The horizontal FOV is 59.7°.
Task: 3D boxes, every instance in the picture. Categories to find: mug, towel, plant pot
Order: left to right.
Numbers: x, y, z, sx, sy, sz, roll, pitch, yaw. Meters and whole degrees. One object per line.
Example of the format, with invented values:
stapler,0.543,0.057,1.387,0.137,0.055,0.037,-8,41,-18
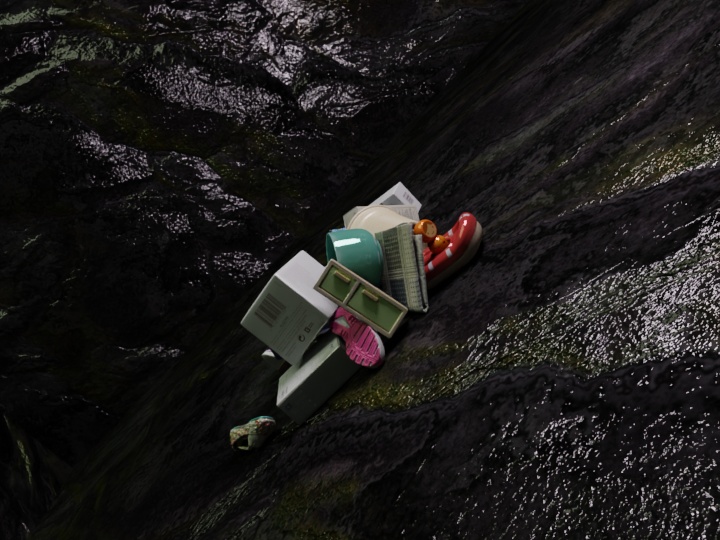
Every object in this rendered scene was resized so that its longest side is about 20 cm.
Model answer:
mug,-0.015,-0.030,1.493,0.113,0.153,0.185,-9,33,-11
plant pot,0.087,-0.066,1.608,0.201,0.201,0.183,-49,25,-14
towel,0.094,-0.005,1.427,0.034,0.202,0.192,-9,1,-21

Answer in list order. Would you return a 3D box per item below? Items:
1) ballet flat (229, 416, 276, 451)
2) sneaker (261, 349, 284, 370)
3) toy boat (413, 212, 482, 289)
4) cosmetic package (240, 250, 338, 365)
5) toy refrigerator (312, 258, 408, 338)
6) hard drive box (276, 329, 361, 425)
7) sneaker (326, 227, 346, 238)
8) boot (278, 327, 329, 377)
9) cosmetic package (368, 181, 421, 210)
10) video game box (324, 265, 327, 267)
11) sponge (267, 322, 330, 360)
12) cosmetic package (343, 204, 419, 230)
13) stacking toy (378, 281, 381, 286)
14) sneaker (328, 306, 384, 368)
ballet flat,-0.262,0.405,1.537,0.200,0.075,0.064,-35,47,52
sneaker,-0.199,0.229,1.823,0.200,0.073,0.115,-11,34,48
toy boat,0.173,-0.061,1.409,0.200,0.131,0.131,-39,15,26
cosmetic package,-0.151,0.085,1.526,0.168,0.166,0.200,-53,0,23
toy refrigerator,0.000,0.060,1.363,0.076,0.199,0.070,-56,1,2
hard drive box,-0.099,0.239,1.469,0.200,0.077,0.156,-45,14,7
sneaker,-0.054,-0.088,1.853,0.200,0.089,0.079,162,110,-78
boot,-0.123,0.217,1.647,0.199,0.075,0.097,-33,5,14
cosmetic package,0.089,-0.184,2.058,0.200,0.113,0.081,-37,16,39
video game box,-0.146,0.083,1.770,0.199,0.047,0.183,-30,31,10
sponge,-0.160,0.159,1.688,0.199,0.112,0.030,-24,29,7
cosmetic package,0.063,-0.124,1.761,0.199,0.104,0.087,-4,-10,-31
stacking toy,0.000,0.000,1.799,0.109,0.116,0.200,-34,5,-5
sneaker,0.009,0.153,1.396,0.082,0.088,0.200,-52,36,8
